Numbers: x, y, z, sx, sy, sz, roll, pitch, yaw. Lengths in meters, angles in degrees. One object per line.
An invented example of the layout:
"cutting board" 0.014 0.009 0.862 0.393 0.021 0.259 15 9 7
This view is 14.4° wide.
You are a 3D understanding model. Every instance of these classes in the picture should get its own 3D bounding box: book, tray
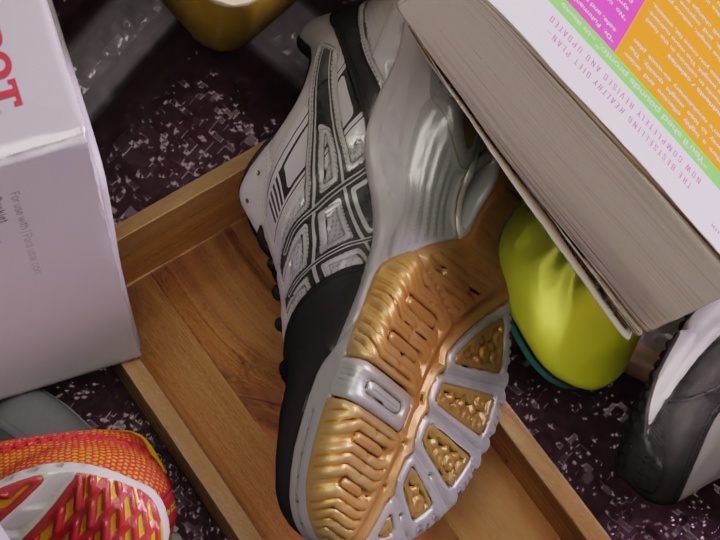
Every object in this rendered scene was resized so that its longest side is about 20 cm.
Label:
"book" 0.096 -0.089 0.932 0.134 0.048 0.200 51 39 -13
"tray" -0.011 0.051 0.951 0.099 0.037 0.200 -31 59 -11

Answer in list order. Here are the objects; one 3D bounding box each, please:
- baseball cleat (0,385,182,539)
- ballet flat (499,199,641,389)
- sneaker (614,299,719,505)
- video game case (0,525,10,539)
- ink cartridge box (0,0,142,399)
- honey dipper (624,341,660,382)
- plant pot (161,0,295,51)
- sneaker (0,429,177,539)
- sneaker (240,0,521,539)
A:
"baseball cleat" -0.094 0.135 0.926 0.106 0.070 0.200 -23 77 -36
"ballet flat" 0.076 -0.060 0.980 0.067 0.067 0.200 14 58 -31
"sneaker" 0.166 0.027 0.951 0.200 0.074 0.080 -31 66 -34
"video game case" -0.147 0.167 0.831 0.200 0.022 0.182 -37 85 26
"ink cartridge box" -0.189 -0.035 0.913 0.200 0.146 0.147 -16 60 -6
"honey dipper" 0.103 0.036 0.998 0.200 0.038 0.038 24 75 5
"plant pot" -0.041 -0.188 0.969 0.200 0.176 0.200 -41 82 -14
"sneaker" -0.155 0.094 0.891 0.200 0.077 0.073 -7 101 0
"sneaker" 0.000 0.000 0.921 0.088 0.076 0.200 -3 59 33
